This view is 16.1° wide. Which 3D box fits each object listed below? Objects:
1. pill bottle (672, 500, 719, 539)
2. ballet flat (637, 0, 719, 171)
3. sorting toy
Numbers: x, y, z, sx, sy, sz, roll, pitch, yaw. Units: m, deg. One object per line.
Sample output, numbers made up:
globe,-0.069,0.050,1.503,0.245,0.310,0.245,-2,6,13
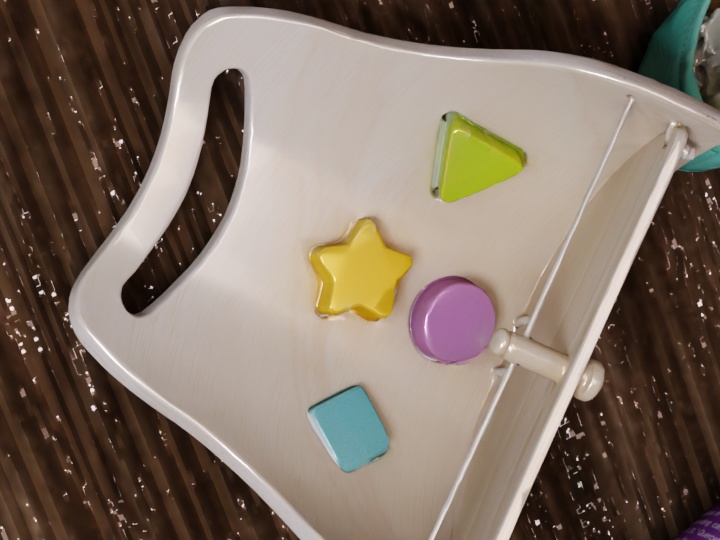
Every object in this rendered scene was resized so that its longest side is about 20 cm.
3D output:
pill bottle,0.163,0.135,0.956,0.200,0.112,0.113,-38,109,-13
ballet flat,0.168,-0.124,0.946,0.067,0.070,0.201,29,86,-22
sorting toy,0.000,0.000,0.886,0.179,0.107,0.201,26,88,-15
